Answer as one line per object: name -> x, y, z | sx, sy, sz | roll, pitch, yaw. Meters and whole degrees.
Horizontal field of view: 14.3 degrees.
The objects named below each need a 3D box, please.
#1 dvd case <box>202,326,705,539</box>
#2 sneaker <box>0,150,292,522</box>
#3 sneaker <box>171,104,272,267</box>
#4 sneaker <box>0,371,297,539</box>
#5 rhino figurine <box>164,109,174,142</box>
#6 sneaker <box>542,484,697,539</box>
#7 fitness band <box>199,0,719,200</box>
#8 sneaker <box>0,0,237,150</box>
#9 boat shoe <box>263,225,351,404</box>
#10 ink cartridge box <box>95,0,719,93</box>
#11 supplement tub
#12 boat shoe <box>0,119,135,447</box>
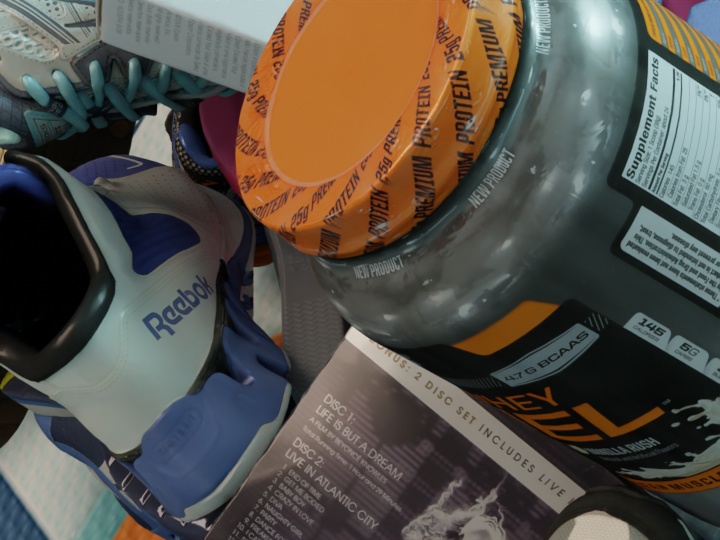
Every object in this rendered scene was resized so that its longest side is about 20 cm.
dvd case -> 0.006, 0.128, 0.898 | 0.149, 0.016, 0.200 | 39, 102, 20
sneaker -> -0.095, -0.006, 0.984 | 0.081, 0.115, 0.199 | -47, 27, 8
sneaker -> -0.029, -0.104, 1.127 | 0.075, 0.078, 0.200 | 4, 71, 13
sneaker -> -0.060, 0.064, 1.060 | 0.074, 0.082, 0.200 | -44, 28, -9
rhino figurine -> -0.066, -0.128, 1.221 | 0.060, 0.087, 0.200 | -7, 53, 9
sneaker -> 0.055, 0.155, 0.811 | 0.074, 0.079, 0.200 | 5, 71, 31
fitness band -> 0.036, -0.064, 0.998 | 0.200, 0.037, 0.144 | 17, 65, 33
sneaker -> -0.088, -0.074, 0.975 | 0.078, 0.200, 0.086 | 84, -160, -64
boat shoe -> 0.000, 0.000, 1.037 | 0.072, 0.062, 0.200 | -7, 44, 9
ink cartridge box -> 0.041, -0.129, 0.941 | 0.043, 0.200, 0.196 | 101, -171, -64
supplement tub -> 0.069, -0.013, 0.818 | 0.123, 0.200, 0.123 | -34, 41, 36
boat shoe -> -0.148, -0.026, 1.145 | 0.068, 0.072, 0.200 | 14, 79, 33
